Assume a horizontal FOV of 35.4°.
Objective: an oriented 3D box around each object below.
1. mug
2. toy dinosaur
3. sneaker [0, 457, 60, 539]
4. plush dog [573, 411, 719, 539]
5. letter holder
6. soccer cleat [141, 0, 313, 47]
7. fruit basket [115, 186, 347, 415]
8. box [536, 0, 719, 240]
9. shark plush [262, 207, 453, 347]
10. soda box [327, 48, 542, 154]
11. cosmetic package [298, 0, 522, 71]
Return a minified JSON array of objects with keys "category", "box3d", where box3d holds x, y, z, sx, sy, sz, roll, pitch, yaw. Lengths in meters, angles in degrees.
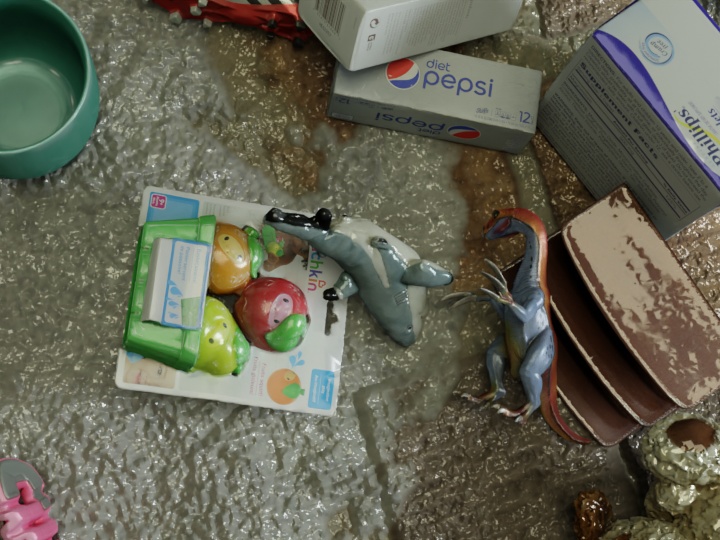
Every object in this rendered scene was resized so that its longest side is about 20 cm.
[{"category":"mug","box3d":[-0.313,-0.176,1.023,0.151,0.114,0.186,0,77,-6]},{"category":"toy dinosaur","box3d":[0.147,0.042,1.043,0.199,0.105,0.182,24,87,-34]},{"category":"sneaker","box3d":[-0.295,0.266,0.963,0.095,0.079,0.201,-25,81,11]},{"category":"plush dog","box3d":[0.285,0.251,1.012,0.171,0.160,0.201,-32,67,5]},{"category":"letter holder","box3d":[0.234,0.048,1.052,0.142,0.101,0.201,-32,84,-11]},{"category":"soccer cleat","box3d":[-0.128,-0.281,1.097,0.199,0.069,0.086,13,68,-7]},{"category":"fruit basket","box3d":[-0.107,0.026,1.011,0.199,0.094,0.186,9,76,-8]},{"category":"box","box3d":[0.273,-0.136,1.043,0.105,0.200,0.184,-37,84,-14]},{"category":"shark plush","box3d":[0.000,0.000,1.005,0.091,0.200,0.084,35,93,42]},{"category":"soda box","box3d":[0.071,-0.171,1.096,0.199,0.063,0.069,10,75,-5]},{"category":"cosmetic package","box3d":[0.052,-0.263,1.067,0.199,0.074,0.102,-18,56,-30]}]
